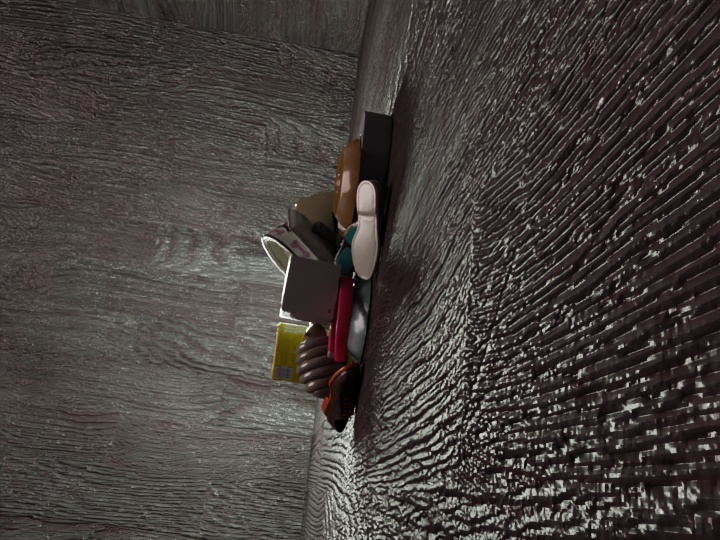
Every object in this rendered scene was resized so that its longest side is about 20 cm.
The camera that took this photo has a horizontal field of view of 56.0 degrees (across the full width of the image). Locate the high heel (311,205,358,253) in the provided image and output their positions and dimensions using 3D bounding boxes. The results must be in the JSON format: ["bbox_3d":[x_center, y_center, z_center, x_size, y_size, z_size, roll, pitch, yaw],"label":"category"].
[{"bbox_3d":[-0.006,-0.090,1.654,0.197,0.142,0.073,-11,55,41],"label":"high heel"}]

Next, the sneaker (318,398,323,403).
[{"bbox_3d":[-0.072,0.283,1.907,0.080,0.072,0.206,-173,86,-71],"label":"sneaker"}]

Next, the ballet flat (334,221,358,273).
[{"bbox_3d":[-0.007,-0.065,1.519,0.200,0.070,0.073,129,151,-55],"label":"ballet flat"}]

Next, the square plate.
[{"bbox_3d":[-0.107,-0.070,1.708,0.028,0.200,0.199,-41,18,8],"label":"square plate"}]

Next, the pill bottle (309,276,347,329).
[{"bbox_3d":[-0.079,0.110,1.781,0.114,0.110,0.204,-89,1,-58],"label":"pill bottle"}]

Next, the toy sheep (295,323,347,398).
[{"bbox_3d":[-0.085,0.222,1.568,0.138,0.134,0.205,110,146,-68],"label":"toy sheep"}]

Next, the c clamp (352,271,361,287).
[{"bbox_3d":[0.000,0.000,1.656,0.201,0.026,0.175,-82,8,-69],"label":"c clamp"}]

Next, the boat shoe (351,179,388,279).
[{"bbox_3d":[0.027,-0.083,1.379,0.061,0.072,0.206,-15,-66,-47],"label":"boat shoe"}]

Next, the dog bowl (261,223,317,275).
[{"bbox_3d":[-0.172,-0.041,1.821,0.074,0.200,0.201,-44,-8,-19],"label":"dog bowl"}]

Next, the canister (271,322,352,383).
[{"bbox_3d":[-0.118,0.214,1.695,0.087,0.194,0.153,125,153,-77],"label":"canister"}]

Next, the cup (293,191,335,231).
[{"bbox_3d":[-0.119,-0.131,1.895,0.200,0.139,0.206,-172,90,-79],"label":"cup"}]

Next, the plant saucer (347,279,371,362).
[{"bbox_3d":[-0.010,0.107,1.517,0.201,0.038,0.207,-171,90,-86],"label":"plant saucer"}]

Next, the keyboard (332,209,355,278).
[{"bbox_3d":[-0.024,-0.062,1.788,0.103,0.039,0.205,29,135,47],"label":"keyboard"}]

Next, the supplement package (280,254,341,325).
[{"bbox_3d":[-0.115,0.049,1.539,0.200,0.118,0.123,134,146,-79],"label":"supplement package"}]

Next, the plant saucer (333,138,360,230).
[{"bbox_3d":[-0.034,-0.195,1.520,0.200,0.034,0.206,-174,90,-82],"label":"plant saucer"}]

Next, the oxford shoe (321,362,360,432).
[{"bbox_3d":[-0.029,0.271,1.449,0.073,0.070,0.202,59,149,33],"label":"oxford shoe"}]

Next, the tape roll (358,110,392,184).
[{"bbox_3d":[0.024,-0.256,1.551,0.200,0.064,0.206,-173,90,-85],"label":"tape roll"}]

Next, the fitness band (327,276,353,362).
[{"bbox_3d":[-0.044,0.105,1.482,0.202,0.036,0.146,-89,9,-53],"label":"fitness band"}]
